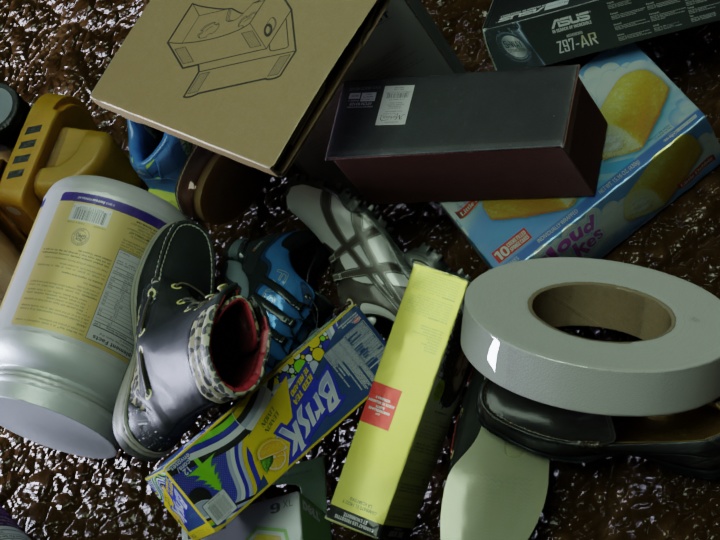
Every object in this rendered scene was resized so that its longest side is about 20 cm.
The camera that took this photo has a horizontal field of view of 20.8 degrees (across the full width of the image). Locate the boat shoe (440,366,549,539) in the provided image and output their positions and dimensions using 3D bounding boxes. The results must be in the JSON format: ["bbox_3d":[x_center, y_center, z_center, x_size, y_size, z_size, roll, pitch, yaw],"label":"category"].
[{"bbox_3d":[0.103,0.138,1.452,0.073,0.063,0.203,14,68,0],"label":"boat shoe"}]

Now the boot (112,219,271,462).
[{"bbox_3d":[-0.119,0.034,1.504,0.154,0.073,0.205,-32,41,50],"label":"boot"}]

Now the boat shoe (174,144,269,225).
[{"bbox_3d":[-0.106,-0.109,1.665,0.070,0.071,0.200,13,40,25],"label":"boat shoe"}]

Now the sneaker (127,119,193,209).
[{"bbox_3d":[-0.146,-0.150,1.715,0.075,0.105,0.201,2,65,28],"label":"sneaker"}]

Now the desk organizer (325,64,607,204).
[{"bbox_3d":[0.082,-0.101,1.503,0.199,0.077,0.072,-1,62,28],"label":"desk organizer"}]

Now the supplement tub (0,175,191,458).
[{"bbox_3d":[-0.224,0.039,1.622,0.144,0.145,0.201,6,66,30],"label":"supplement tub"}]

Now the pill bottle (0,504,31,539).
[{"bbox_3d":[-0.315,0.245,1.572,0.113,0.113,0.200,-47,53,-4],"label":"pill bottle"}]

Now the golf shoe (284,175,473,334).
[{"bbox_3d":[0.000,0.000,1.557,0.200,0.078,0.095,36,87,27],"label":"golf shoe"}]

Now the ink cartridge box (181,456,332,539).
[{"bbox_3d":[-0.077,0.232,1.489,0.103,0.059,0.201,-18,56,19],"label":"ink cartridge box"}]

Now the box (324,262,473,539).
[{"bbox_3d":[0.038,0.100,1.463,0.050,0.075,0.201,19,89,23],"label":"box"}]

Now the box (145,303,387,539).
[{"bbox_3d":[-0.065,0.115,1.485,0.200,0.070,0.064,-40,92,-23],"label":"box"}]

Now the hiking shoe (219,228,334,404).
[{"bbox_3d":[-0.064,0.048,1.578,0.086,0.074,0.201,-19,56,18],"label":"hiking shoe"}]

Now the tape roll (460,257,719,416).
[{"bbox_3d":[0.172,0.044,1.401,0.202,0.202,0.037,22,117,35],"label":"tape roll"}]

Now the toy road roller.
[{"bbox_3d":[-0.285,-0.061,1.729,0.145,0.123,0.201,8,66,23],"label":"toy road roller"}]

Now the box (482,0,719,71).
[{"bbox_3d":[0.207,-0.229,1.570,0.199,0.044,0.161,-12,26,22],"label":"box"}]

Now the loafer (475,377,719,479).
[{"bbox_3d":[0.178,0.098,1.393,0.198,0.072,0.073,5,69,11],"label":"loafer"}]

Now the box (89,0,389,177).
[{"bbox_3d":[-0.095,-0.169,1.501,0.199,0.021,0.164,22,76,36],"label":"box"}]

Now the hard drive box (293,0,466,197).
[{"bbox_3d":[-0.008,-0.160,1.589,0.155,0.200,0.077,-28,54,9],"label":"hard drive box"}]

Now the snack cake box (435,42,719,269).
[{"bbox_3d":[0.169,-0.076,1.533,0.200,0.067,0.115,-39,53,2],"label":"snack cake box"}]
